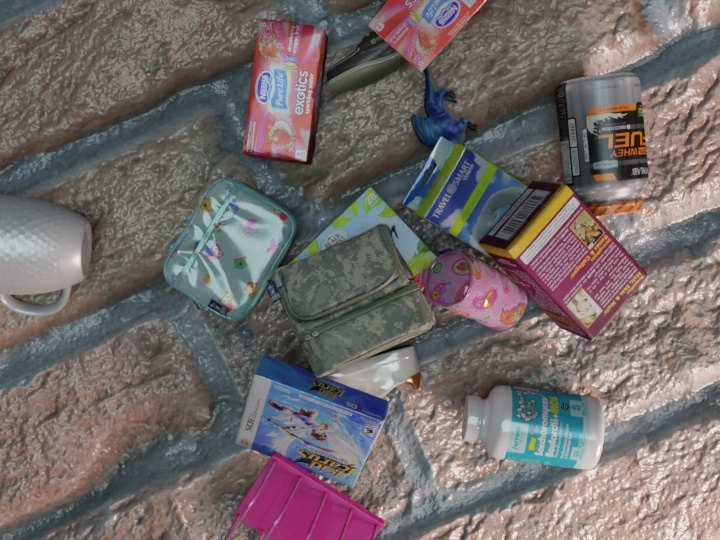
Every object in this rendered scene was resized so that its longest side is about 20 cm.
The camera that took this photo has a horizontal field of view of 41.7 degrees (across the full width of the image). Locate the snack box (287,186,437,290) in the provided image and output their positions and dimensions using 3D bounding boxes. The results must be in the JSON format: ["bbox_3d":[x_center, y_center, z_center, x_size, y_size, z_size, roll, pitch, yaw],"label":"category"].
[{"bbox_3d":[0.000,0.000,1.433,0.200,0.068,0.169,-43,92,3],"label":"snack box"}]

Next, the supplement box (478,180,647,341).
[{"bbox_3d":[0.294,-0.016,1.373,0.200,0.103,0.131,45,83,-19],"label":"supplement box"}]

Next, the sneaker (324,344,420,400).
[{"bbox_3d":[-0.004,0.178,1.441,0.200,0.073,0.085,-15,91,1],"label":"sneaker"}]

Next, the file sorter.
[{"bbox_3d":[-0.093,0.403,1.414,0.200,0.125,0.139,32,115,-1],"label":"file sorter"}]

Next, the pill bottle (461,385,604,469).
[{"bbox_3d":[0.256,0.233,1.419,0.200,0.111,0.111,6,94,1],"label":"pill bottle"}]

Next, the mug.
[{"bbox_3d":[-0.498,-0.015,1.421,0.175,0.148,0.200,3,124,-6],"label":"mug"}]

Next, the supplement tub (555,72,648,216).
[{"bbox_3d":[0.355,-0.181,1.384,0.122,0.123,0.200,-7,95,2],"label":"supplement tub"}]

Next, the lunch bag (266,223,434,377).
[{"bbox_3d":[-0.013,0.041,1.340,0.200,0.139,0.168,-24,84,4],"label":"lunch bag"}]

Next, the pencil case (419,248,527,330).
[{"bbox_3d":[0.166,0.031,1.367,0.087,0.200,0.088,-10,72,32],"label":"pencil case"}]

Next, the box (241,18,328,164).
[{"bbox_3d":[-0.111,-0.262,1.405,0.100,0.095,0.200,8,94,2],"label":"box"}]

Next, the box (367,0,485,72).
[{"bbox_3d":[0.116,-0.382,1.274,0.103,0.095,0.200,39,118,-10],"label":"box"}]

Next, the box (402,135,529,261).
[{"bbox_3d":[0.176,-0.098,1.401,0.200,0.048,0.122,28,94,-22],"label":"box"}]

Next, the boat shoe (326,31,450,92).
[{"bbox_3d":[0.036,-0.330,1.409,0.201,0.072,0.061,-23,79,11],"label":"boat shoe"}]

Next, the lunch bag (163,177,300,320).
[{"bbox_3d":[-0.199,-0.031,1.432,0.160,0.077,0.200,32,94,-1],"label":"lunch bag"}]

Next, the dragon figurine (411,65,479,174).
[{"bbox_3d":[0.109,-0.221,1.420,0.099,0.059,0.200,-35,93,3],"label":"dragon figurine"}]

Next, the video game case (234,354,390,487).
[{"bbox_3d":[-0.076,0.228,1.410,0.200,0.045,0.181,20,135,0],"label":"video game case"}]
